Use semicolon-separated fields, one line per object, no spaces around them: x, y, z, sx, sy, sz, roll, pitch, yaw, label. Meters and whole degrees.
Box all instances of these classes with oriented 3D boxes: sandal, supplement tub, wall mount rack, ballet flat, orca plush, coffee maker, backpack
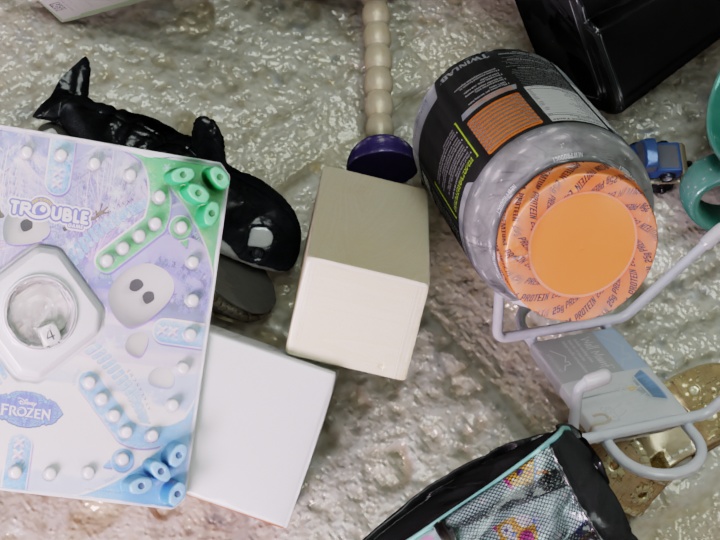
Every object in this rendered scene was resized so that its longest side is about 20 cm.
0.176;0.114;1.226;0.211;0.070;0.078;-31;73;-21;sandal
0.110;-0.054;1.191;0.121;0.124;0.200;-3;26;-10;supplement tub
0.187;0.043;1.215;0.172;0.075;0.200;-10;36;-19;wall mount rack
-0.144;-0.025;1.261;0.199;0.046;0.067;35;31;3;ballet flat
-0.114;-0.082;1.252;0.200;0.071;0.105;42;31;14;orca plush
0.225;-0.198;1.336;0.199;0.135;0.193;-34;98;-10;coffee maker
0.067;0.200;1.110;0.199;0.176;0.154;-24;77;-3;backpack

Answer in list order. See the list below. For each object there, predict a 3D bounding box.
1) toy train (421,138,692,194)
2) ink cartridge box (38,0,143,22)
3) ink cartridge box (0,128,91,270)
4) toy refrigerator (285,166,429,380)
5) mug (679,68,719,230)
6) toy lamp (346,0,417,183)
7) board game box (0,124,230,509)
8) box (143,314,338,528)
0.141;-0.075;1.324;0.198;0.046;0.034;-1;65;-9;toy train
-0.131;-0.261;1.307;0.199;0.048;0.147;-8;59;31;ink cartridge box
-0.243;-0.026;1.150;0.115;0.200;0.067;-22;94;-18;ink cartridge box
0.000;0.000;1.191;0.075;0.071;0.200;13;19;-3;toy refrigerator
0.319;-0.102;1.294;0.114;0.184;0.153;32;61;-29;mug
0.011;-0.161;1.339;0.058;0.058;0.202;1;64;-8;toy lamp
-0.179;0.023;1.051;0.198;0.026;0.202;9;87;-18;board game box
-0.121;0.075;1.154;0.198;0.124;0.098;18;88;1;box
